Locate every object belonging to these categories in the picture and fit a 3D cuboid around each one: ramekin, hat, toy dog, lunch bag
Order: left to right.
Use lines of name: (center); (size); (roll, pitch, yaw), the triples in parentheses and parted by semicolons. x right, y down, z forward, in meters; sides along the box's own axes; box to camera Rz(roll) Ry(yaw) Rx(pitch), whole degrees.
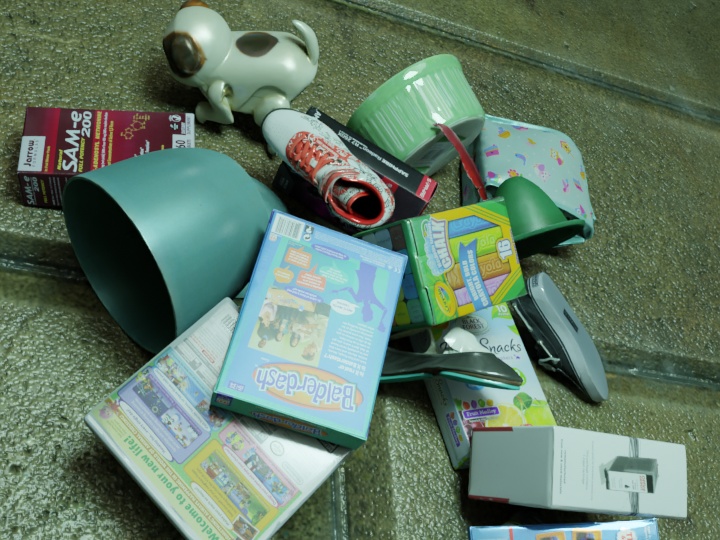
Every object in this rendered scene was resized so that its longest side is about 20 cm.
toy dog: (-0.169, -0.272, 1.093); (0.198, 0.194, 0.142); (19, 61, -21)
ramekin: (0.083, -0.204, 1.167); (0.199, 0.200, 0.098); (-24, 76, -38)
hat: (0.208, -0.117, 1.138); (0.163, 0.200, 0.179); (-18, 79, 4)
lunch bag: (0.260, -0.132, 1.253); (0.197, 0.123, 0.172); (13, 50, -11)

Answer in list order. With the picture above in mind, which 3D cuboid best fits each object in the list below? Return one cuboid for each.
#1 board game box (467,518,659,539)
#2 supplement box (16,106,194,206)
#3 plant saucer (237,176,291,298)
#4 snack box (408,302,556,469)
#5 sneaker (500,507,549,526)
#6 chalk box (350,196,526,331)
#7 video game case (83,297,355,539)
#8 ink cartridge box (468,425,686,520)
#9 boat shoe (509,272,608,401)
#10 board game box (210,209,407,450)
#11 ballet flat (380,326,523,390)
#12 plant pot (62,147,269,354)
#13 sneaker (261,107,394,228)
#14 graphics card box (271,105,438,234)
board game box: (0.216, 0.341, 0.845); (0.196, 0.037, 0.154); (-3, 72, 2)
supplement box: (-0.299, -0.135, 0.977); (0.197, 0.061, 0.110); (-1, 55, -13)
plant saucer: (-0.164, -0.059, 1.032); (0.197, 0.036, 0.202); (14, 51, -18)
snack box: (0.153, 0.140, 1.034); (0.140, 0.053, 0.202); (0, 56, -28)
sneaker: (0.238, 0.345, 0.913); (0.200, 0.074, 0.081); (47, 45, 9)
chalk box: (0.075, 0.000, 0.958); (0.198, 0.124, 0.126); (-15, 91, -33)
video game case: (-0.128, 0.154, 0.779); (0.200, 0.022, 0.182); (46, 64, 7)
ink cartridge box: (0.242, 0.225, 0.913); (0.197, 0.146, 0.084); (13, 74, -27)
boat shoe: (0.268, 0.100, 1.114); (0.200, 0.068, 0.074); (53, 33, -15)
board game box: (-0.047, 0.056, 0.806); (0.150, 0.045, 0.202); (19, 62, -7)
ballet flat: (0.092, 0.101, 0.958); (0.197, 0.068, 0.070); (1, 79, 18)
plant pot: (-0.195, -0.038, 0.877); (0.160, 0.201, 0.201); (-33, 75, -35)
sneaker: (-0.041, -0.126, 0.984); (0.201, 0.067, 0.108); (39, 12, -4)
graphics card box: (-0.010, -0.116, 1.094); (0.198, 0.126, 0.051); (32, 48, -3)
